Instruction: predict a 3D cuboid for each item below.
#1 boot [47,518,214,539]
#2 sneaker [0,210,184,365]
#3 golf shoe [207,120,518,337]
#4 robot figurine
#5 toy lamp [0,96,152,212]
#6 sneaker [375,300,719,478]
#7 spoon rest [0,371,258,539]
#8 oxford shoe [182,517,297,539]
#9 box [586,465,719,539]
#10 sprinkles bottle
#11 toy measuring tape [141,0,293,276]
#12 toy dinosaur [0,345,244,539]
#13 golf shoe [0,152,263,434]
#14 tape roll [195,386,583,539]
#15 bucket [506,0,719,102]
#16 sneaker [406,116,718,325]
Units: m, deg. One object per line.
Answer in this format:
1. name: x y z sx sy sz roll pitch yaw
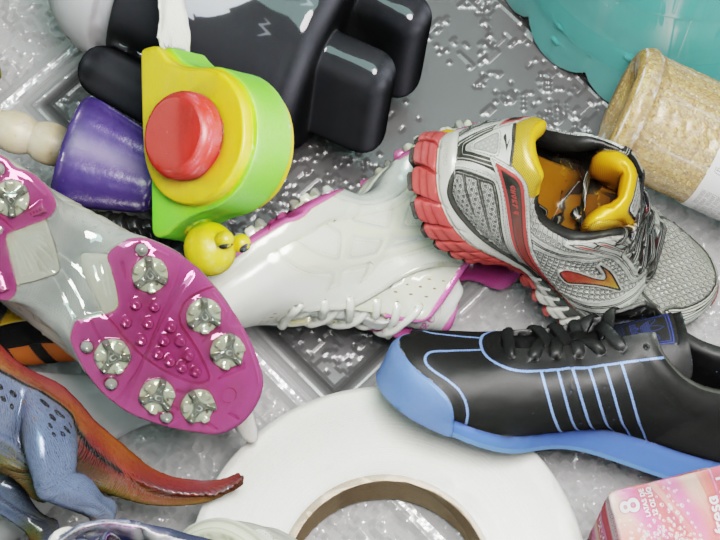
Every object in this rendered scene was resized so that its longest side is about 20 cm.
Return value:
1. boot: -0.145 0.147 1.129 0.198 0.091 0.073 9 25 -5
2. sneaker: -0.172 0.016 1.279 0.199 0.090 0.071 -2 76 -30
3. golf shoe: 0.000 0.000 1.270 0.199 0.075 0.092 -27 86 -21
4. robot figurine: -0.064 -0.139 1.304 0.199 0.150 0.126 27 109 10
5. toy lamp: -0.192 -0.077 1.260 0.199 0.058 0.059 19 70 0
6. sneaker: 0.110 0.048 1.249 0.198 0.078 0.070 12 29 -12
7. spoon rest: -0.152 0.085 1.255 0.198 0.061 0.100 -14 107 -6
8. oxford shoe: -0.013 0.193 1.184 0.075 0.058 0.200 -39 89 13
9. box: 0.179 0.200 1.206 0.094 0.103 0.201 -12 72 -6
10. sprinkles bottle: 0.219 -0.044 1.294 0.199 0.068 0.069 23 71 -5
11. toy measuring tape: -0.067 -0.098 1.208 0.073 0.074 0.202 -2 81 -3
12. toy dinosaur: -0.181 0.060 1.192 0.199 0.105 0.183 -26 100 -41
13. golf shoe: -0.130 0.002 1.197 0.200 0.092 0.075 38 91 -15
14. tape roll: 0.012 0.157 1.249 0.201 0.037 0.204 1 71 -2
15. bucket: 0.171 -0.198 1.330 0.205 0.135 0.209 1 72 -2
16. sneaker: 0.115 -0.018 1.252 0.199 0.082 0.078 23 61 -42
